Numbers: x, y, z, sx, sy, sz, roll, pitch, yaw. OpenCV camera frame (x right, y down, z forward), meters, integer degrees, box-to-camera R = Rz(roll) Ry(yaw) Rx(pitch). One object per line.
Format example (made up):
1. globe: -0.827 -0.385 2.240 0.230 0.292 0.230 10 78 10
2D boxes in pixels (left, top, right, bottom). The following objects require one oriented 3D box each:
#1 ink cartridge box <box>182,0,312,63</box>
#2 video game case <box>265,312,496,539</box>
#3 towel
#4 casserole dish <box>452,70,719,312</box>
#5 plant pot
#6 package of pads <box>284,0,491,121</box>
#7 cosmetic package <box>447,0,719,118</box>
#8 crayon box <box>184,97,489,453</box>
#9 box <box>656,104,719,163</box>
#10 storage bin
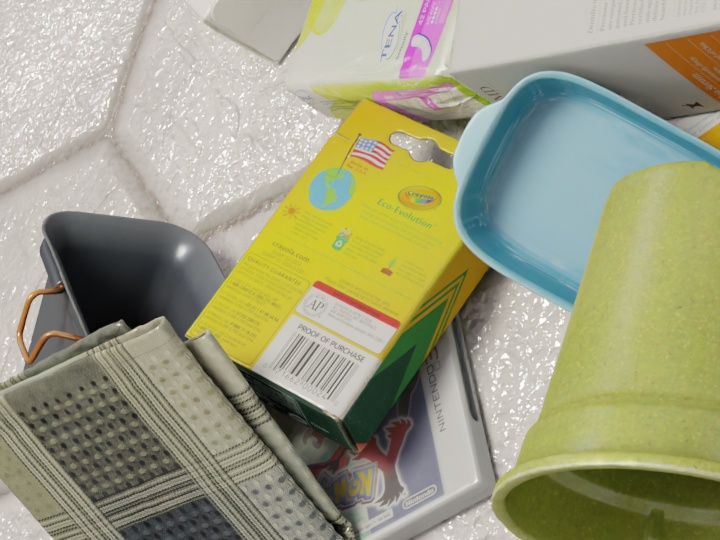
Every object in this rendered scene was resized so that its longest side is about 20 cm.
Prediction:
1. ink cartridge box: -0.089 -0.266 1.745 0.147 0.086 0.200 -51 46 10
2. video game case: -0.012 0.101 1.534 0.199 0.023 0.183 -32 51 27
3. towel: -0.128 0.121 1.487 0.192 0.200 0.035 -22 28 33
4. casserole dish: 0.148 -0.032 1.382 0.199 0.039 0.122 29 99 7
5. plant pot: 0.181 0.052 1.263 0.199 0.200 0.186 -8 60 39
6. package of pads: 0.043 -0.172 1.570 0.199 0.068 0.156 4 71 57
7. cosmetic package: 0.160 -0.138 1.388 0.199 0.101 0.072 -7 65 41
8. crayon box: 0.000 0.000 1.503 0.126 0.051 0.201 27 70 29
9. box: 0.184 -0.130 1.462 0.119 0.041 0.201 -35 47 25
10. storage bin: -0.162 0.075 1.590 0.135 0.144 0.200 -66 34 28
